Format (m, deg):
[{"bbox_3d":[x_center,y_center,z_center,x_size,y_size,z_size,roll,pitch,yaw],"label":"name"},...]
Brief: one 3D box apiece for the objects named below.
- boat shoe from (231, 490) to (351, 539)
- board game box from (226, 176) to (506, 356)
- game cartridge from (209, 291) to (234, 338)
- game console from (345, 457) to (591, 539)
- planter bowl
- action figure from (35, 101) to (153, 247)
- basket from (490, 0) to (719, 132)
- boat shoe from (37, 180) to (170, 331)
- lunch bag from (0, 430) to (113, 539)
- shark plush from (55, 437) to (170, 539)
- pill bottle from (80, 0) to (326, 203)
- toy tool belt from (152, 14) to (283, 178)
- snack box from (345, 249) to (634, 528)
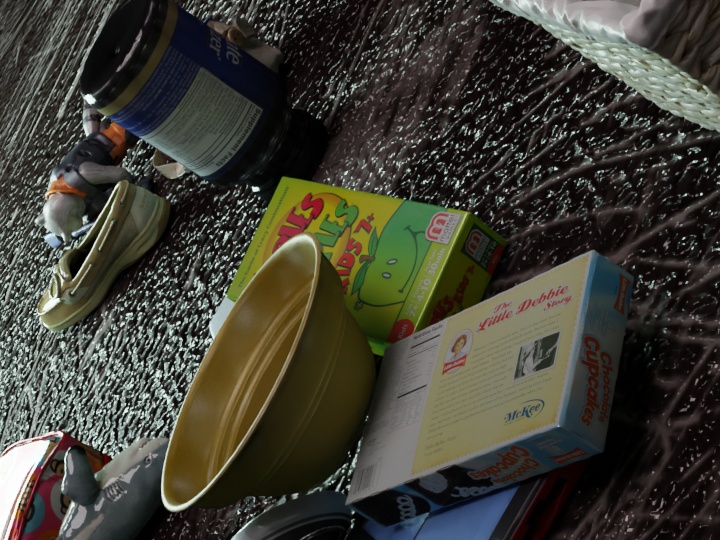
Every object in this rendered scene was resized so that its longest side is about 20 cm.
[{"bbox_3d":[-0.075,0.223,1.132,0.199,0.070,0.067,-38,57,21],"label":"boat shoe"},{"bbox_3d":[0.000,0.000,1.195,0.199,0.047,0.102,13,75,47],"label":"board game box"},{"bbox_3d":[-0.052,0.028,1.321,0.134,0.041,0.200,-63,27,0],"label":"game cartridge"},{"bbox_3d":[0.053,0.145,1.029,0.201,0.031,0.177,-59,27,-2],"label":"game console"},{"bbox_3d":[-0.046,0.082,1.108,0.201,0.083,0.201,-53,19,27],"label":"planter bowl"},{"bbox_3d":[-0.294,-0.105,1.793,0.199,0.104,0.195,-28,30,41],"label":"action figure"},{"bbox_3d":[0.208,-0.191,0.970,0.199,0.160,0.200,-57,28,2],"label":"basket"},{"bbox_3d":[-0.271,-0.015,1.698,0.200,0.063,0.074,-39,32,33],"label":"boat shoe"},{"bbox_3d":[-0.298,0.246,1.458,0.176,0.082,0.202,-21,45,50],"label":"lunch bag"},{"bbox_3d":[-0.207,0.224,1.350,0.083,0.091,0.201,8,60,28],"label":"shark plush"},{"bbox_3d":[-0.130,-0.142,1.442,0.112,0.199,0.113,-39,33,32],"label":"pill bottle"},{"bbox_3d":[-0.175,-0.181,1.643,0.199,0.122,0.126,-24,42,48],"label":"toy tool belt"},{"bbox_3d":[0.073,0.074,1.000,0.199,0.037,0.117,-28,38,49],"label":"snack box"}]
